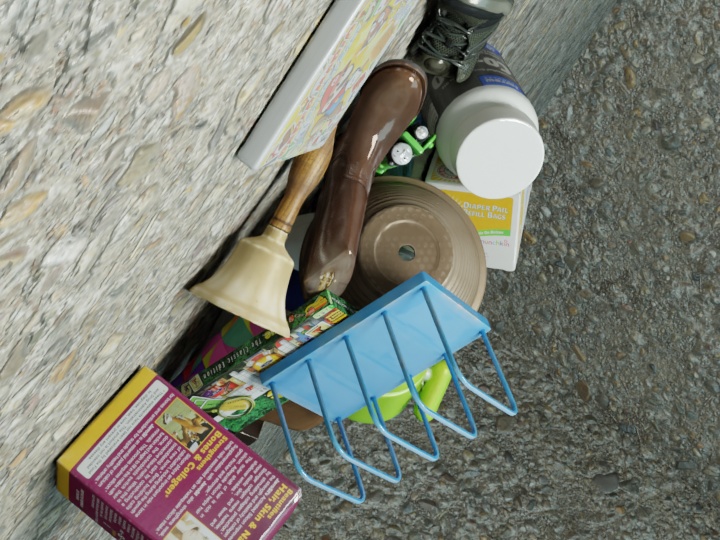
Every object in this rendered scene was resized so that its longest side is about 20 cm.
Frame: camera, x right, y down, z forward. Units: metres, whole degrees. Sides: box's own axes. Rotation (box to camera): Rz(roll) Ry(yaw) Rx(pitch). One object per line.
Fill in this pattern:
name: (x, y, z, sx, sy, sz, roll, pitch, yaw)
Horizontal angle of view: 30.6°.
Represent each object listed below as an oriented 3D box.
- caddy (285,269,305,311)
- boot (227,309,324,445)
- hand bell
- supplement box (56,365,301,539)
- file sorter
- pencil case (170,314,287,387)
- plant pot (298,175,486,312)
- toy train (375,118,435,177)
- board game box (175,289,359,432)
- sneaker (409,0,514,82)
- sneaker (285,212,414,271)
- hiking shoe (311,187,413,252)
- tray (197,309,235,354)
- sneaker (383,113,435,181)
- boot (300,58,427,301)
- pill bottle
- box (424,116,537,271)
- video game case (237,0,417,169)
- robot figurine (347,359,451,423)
caddy: (-0.049, 0.022, 1.629, 0.200, 0.105, 0.142, -49, 151, -29)
boot: (-0.091, 0.111, 1.486, 0.200, 0.070, 0.147, -26, -137, 41)
hand bell: (-0.073, -0.049, 1.235, 0.104, 0.104, 0.201, 44, 70, -84)
supplement box: (-0.177, 0.212, 1.271, 0.131, 0.200, 0.103, -48, 172, -27)
file sorter: (0.030, 0.122, 1.288, 0.200, 0.123, 0.139, -32, 144, 18)
pencil case: (-0.143, 0.112, 1.410, 0.200, 0.088, 0.088, -46, 176, 17)
plant pot: (0.039, -0.008, 1.366, 0.201, 0.201, 0.093, -51, 179, -13)
toy train: (0.028, -0.128, 1.424, 0.056, 0.042, 0.200, -47, -170, -11)
board game box: (-0.081, 0.094, 1.320, 0.200, 0.024, 0.105, -33, 146, 19)
sneaker: (0.100, -0.245, 1.339, 0.115, 0.076, 0.199, -60, 178, 11)
sneaker: (0.000, 0.000, 1.436, 0.075, 0.199, 0.089, -60, -152, 26)
hiking shoe: (0.012, -0.040, 1.540, 0.200, 0.075, 0.101, 58, 48, -36)
tray: (-0.155, 0.077, 1.507, 0.200, 0.022, 0.107, -57, 172, 36)
sneaker: (0.049, -0.149, 1.572, 0.200, 0.089, 0.079, -70, 162, -51)
boot: (-0.001, -0.081, 1.268, 0.187, 0.064, 0.201, 123, -14, -52)
pill bottle: (0.128, -0.167, 1.434, 0.114, 0.113, 0.200, -55, -154, 22)
box: (0.139, -0.097, 1.528, 0.200, 0.112, 0.102, -70, 164, -56)
video game case: (-0.014, -0.179, 1.108, 0.200, 0.023, 0.182, -55, 173, 19)
robot figurine: (0.018, 0.105, 1.535, 0.200, 0.175, 0.116, 112, 0, -62)
